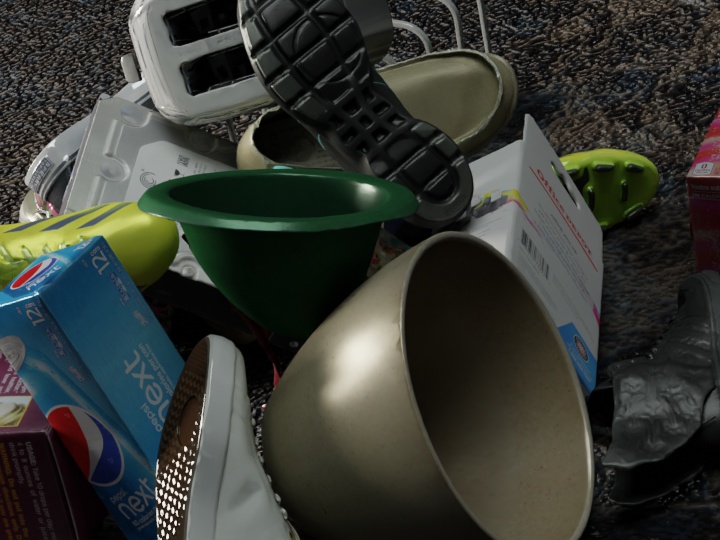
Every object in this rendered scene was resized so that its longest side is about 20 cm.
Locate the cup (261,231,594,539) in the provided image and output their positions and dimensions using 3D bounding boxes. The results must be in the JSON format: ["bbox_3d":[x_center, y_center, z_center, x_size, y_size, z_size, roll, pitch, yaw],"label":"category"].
[{"bbox_3d":[0.027,0.095,1.527,0.143,0.200,0.200,-23,23,30],"label":"cup"}]

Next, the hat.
[{"bbox_3d":[-0.046,0.036,1.567,0.165,0.176,0.200,10,15,31],"label":"hat"}]

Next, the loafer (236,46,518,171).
[{"bbox_3d":[0.010,-0.096,1.722,0.200,0.076,0.068,-20,-9,3],"label":"loafer"}]

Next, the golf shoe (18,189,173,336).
[{"bbox_3d":[-0.191,0.014,1.822,0.072,0.092,0.200,5,40,-32],"label":"golf shoe"}]

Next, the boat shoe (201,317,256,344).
[{"bbox_3d":[-0.110,-0.014,1.834,0.063,0.073,0.201,-22,35,-30],"label":"boat shoe"}]

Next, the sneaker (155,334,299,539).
[{"bbox_3d":[-0.072,0.140,1.499,0.084,0.200,0.073,9,-15,-24],"label":"sneaker"}]

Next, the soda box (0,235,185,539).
[{"bbox_3d":[-0.142,0.083,1.555,0.064,0.200,0.068,-17,22,43],"label":"soda box"}]

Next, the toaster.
[{"bbox_3d":[-0.064,-0.168,1.767,0.200,0.114,0.129,-15,8,16],"label":"toaster"}]

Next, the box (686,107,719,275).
[{"bbox_3d":[0.327,-0.046,1.713,0.200,0.096,0.100,3,33,22],"label":"box"}]

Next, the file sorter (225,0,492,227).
[{"bbox_3d":[0.002,-0.139,1.942,0.139,0.125,0.200,8,36,28],"label":"file sorter"}]

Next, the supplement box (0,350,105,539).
[{"bbox_3d":[-0.263,0.113,1.645,0.200,0.103,0.131,-3,29,14],"label":"supplement box"}]

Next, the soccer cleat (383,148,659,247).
[{"bbox_3d":[0.112,-0.054,1.828,0.200,0.065,0.084,-15,29,-5],"label":"soccer cleat"}]

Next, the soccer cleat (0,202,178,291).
[{"bbox_3d":[-0.213,-0.002,1.629,0.200,0.065,0.084,-9,-3,18],"label":"soccer cleat"}]

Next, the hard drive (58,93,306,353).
[{"bbox_3d":[-0.102,-0.032,1.746,0.200,0.038,0.140,21,45,-9],"label":"hard drive"}]

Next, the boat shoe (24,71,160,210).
[{"bbox_3d":[-0.156,-0.093,1.839,0.068,0.072,0.200,40,40,6],"label":"boat shoe"}]

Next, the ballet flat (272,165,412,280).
[{"bbox_3d":[0.000,0.000,1.711,0.076,0.200,0.064,-4,60,58],"label":"ballet flat"}]

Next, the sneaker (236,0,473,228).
[{"bbox_3d":[-0.012,-0.102,1.645,0.075,0.200,0.079,-39,2,-13],"label":"sneaker"}]

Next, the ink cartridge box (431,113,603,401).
[{"bbox_3d":[0.103,-0.002,1.688,0.068,0.115,0.200,-24,26,21],"label":"ink cartridge box"}]

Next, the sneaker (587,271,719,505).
[{"bbox_3d":[0.189,0.069,1.608,0.104,0.060,0.200,-6,35,0],"label":"sneaker"}]
